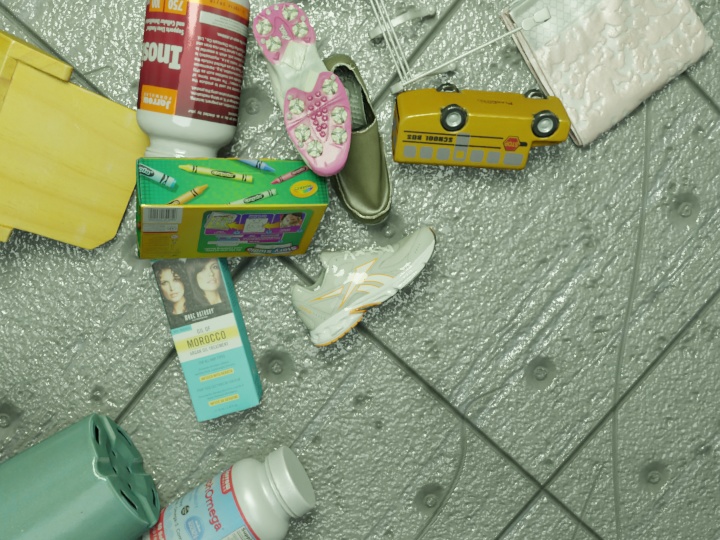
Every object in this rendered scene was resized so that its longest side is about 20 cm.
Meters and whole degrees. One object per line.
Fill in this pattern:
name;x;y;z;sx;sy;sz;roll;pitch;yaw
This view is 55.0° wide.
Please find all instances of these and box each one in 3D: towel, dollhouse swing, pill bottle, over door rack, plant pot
towel;0.294;-0.284;0.822;0.198;0.032;0.193;-36;100;3
dollhouse swing;-0.376;-0.147;0.799;0.180;0.174;0.204;30;99;34
pill bottle;-0.186;-0.206;0.761;0.110;0.113;0.205;7;99;-5
over door rack;0.099;-0.307;0.778;0.196;0.067;0.151;-21;100;21
pill bottle;-0.158;0.304;0.850;0.198;0.109;0.110;-32;100;1
plant pot;-0.353;0.282;0.800;0.194;0.200;0.203;-32;100;-5

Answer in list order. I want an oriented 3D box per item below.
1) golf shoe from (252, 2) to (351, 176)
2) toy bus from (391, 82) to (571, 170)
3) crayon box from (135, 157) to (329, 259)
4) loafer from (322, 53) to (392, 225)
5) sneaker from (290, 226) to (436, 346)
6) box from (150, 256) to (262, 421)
golf shoe;-0.058;-0.189;0.759;0.074;0.092;0.204;-17;75;-6
toy bus;0.137;-0.165;0.803;0.194;0.066;0.080;3;129;-4
crayon box;-0.143;-0.066;0.756;0.195;0.119;0.060;-2;66;-20
loafer;-0.010;-0.149;0.804;0.073;0.070;0.205;-17;100;-1
sneaker;0.000;0.000;0.830;0.199;0.076;0.093;-38;95;2
box;-0.184;0.072;0.840;0.080;0.049;0.205;-15;100;-1
